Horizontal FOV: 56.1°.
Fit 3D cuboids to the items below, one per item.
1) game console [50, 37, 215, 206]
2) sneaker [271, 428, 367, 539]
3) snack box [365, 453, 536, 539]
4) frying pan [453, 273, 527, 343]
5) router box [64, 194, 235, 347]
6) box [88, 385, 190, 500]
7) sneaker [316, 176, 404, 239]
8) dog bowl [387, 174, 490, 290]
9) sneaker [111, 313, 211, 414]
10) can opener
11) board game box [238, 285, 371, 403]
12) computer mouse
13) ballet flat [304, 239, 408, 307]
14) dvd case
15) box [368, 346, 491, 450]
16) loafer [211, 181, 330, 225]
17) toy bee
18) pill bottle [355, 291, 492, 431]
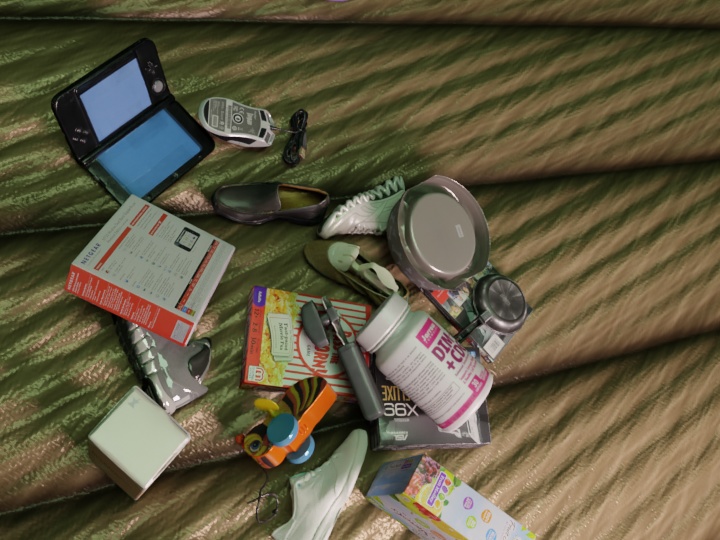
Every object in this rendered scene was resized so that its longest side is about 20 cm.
[{"bbox_3d":[-0.347,-0.229,1.061,0.115,0.178,0.200,27,56,24],"label":"game console"},{"bbox_3d":[-0.058,0.310,0.979,0.087,0.076,0.202,27,62,5],"label":"sneaker"},{"bbox_3d":[0.123,0.353,0.972,0.199,0.169,0.068,38,64,-4],"label":"snack box"},{"bbox_3d":[0.220,0.062,1.189,0.186,0.031,0.117,-8,72,-28],"label":"frying pan"},{"bbox_3d":[-0.293,-0.007,0.973,0.177,0.049,0.201,27,32,-9],"label":"router box"},{"bbox_3d":[-0.281,0.221,0.847,0.095,0.200,0.078,42,60,0],"label":"box"},{"bbox_3d":[0.014,-0.094,1.169,0.198,0.075,0.082,-28,90,-30],"label":"sneaker"},{"bbox_3d":[0.131,-0.059,1.165,0.197,0.058,0.205,9,72,-30],"label":"dog bowl"},{"bbox_3d":[-0.280,0.100,0.981,0.114,0.075,0.203,-19,82,-36],"label":"sneaker"},{"bbox_3d":[-0.029,0.135,1.026,0.066,0.053,0.203,-24,79,5],"label":"can opener"},{"bbox_3d":[-0.083,0.117,1.057,0.196,0.046,0.155,10,66,-18],"label":"board game box"},{"bbox_3d":[-0.186,-0.248,1.172,0.196,0.044,0.112,10,70,-24],"label":"computer mouse"},{"bbox_3d":[0.000,0.000,1.123,0.198,0.072,0.068,35,59,-4],"label":"ballet flat"},{"bbox_3d":[0.204,0.046,1.215,0.200,0.022,0.146,45,60,2],"label":"dvd case"},{"bbox_3d":[0.107,0.205,1.094,0.196,0.050,0.161,5,67,-19],"label":"box"},{"bbox_3d":[-0.145,-0.121,1.116,0.196,0.072,0.074,-1,70,-21],"label":"loafer"},{"bbox_3d":[-0.125,0.231,0.958,0.199,0.107,0.133,-40,127,-41],"label":"toy bee"},{"bbox_3d":[0.094,0.135,1.022,0.199,0.113,0.114,42,60,0],"label":"pill bottle"}]
